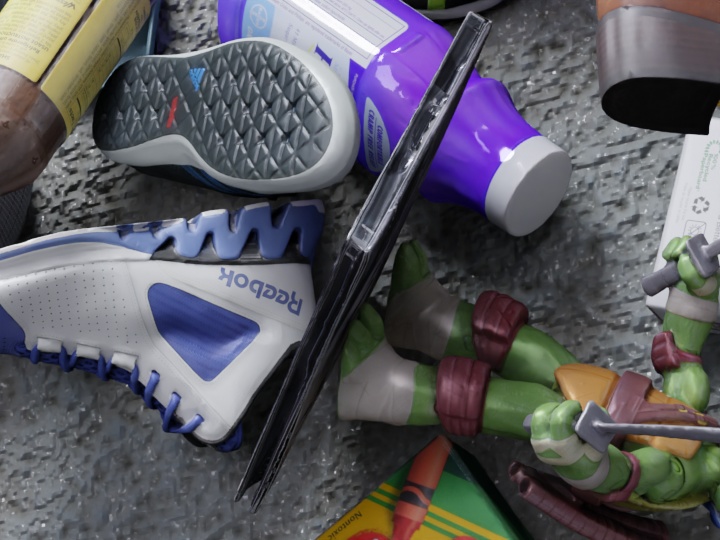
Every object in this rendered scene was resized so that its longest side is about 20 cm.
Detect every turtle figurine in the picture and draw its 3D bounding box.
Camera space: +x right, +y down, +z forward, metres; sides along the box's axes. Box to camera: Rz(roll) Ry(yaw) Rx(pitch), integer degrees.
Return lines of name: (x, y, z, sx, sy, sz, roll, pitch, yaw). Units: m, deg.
turtle figurine: (0.097, 0.027, 0.974, 0.192, 0.200, 0.145, 15, 66, 14)

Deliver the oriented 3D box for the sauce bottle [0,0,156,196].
sauce bottle: (-0.168, -0.087, 1.128, 0.064, 0.065, 0.201, 13, 55, 27)

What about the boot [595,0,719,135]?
boot: (0.190, -0.146, 0.985, 0.187, 0.069, 0.201, 6, 64, 0)

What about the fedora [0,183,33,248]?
fedora: (-0.255, -0.041, 1.214, 0.199, 0.090, 0.178, -17, 77, 11)

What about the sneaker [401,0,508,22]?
sneaker: (0.079, -0.183, 1.125, 0.199, 0.083, 0.072, -15, 66, 19)

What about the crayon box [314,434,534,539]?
crayon box: (0.050, 0.190, 1.026, 0.127, 0.051, 0.200, -41, 61, 6)

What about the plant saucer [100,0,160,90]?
plant saucer: (-0.198, -0.125, 1.267, 0.198, 0.019, 0.070, -2, 71, 23)

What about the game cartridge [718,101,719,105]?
game cartridge: (0.230, -0.149, 1.021, 0.198, 0.032, 0.178, 8, 74, -6)

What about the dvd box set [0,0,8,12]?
dvd box set: (-0.192, -0.211, 1.274, 0.145, 0.029, 0.201, -20, 59, 14)

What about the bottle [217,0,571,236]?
bottle: (0.015, -0.087, 1.120, 0.065, 0.084, 0.200, -36, 57, -26)

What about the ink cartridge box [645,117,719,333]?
ink cartridge box: (0.232, -0.010, 1.023, 0.199, 0.037, 0.095, 8, 75, 29)

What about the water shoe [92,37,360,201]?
water shoe: (-0.050, -0.070, 1.117, 0.199, 0.079, 0.072, 14, 85, 51)

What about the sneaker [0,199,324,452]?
sneaker: (-0.103, 0.036, 1.103, 0.198, 0.081, 0.116, -10, 86, -12)

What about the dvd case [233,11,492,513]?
dvd case: (0.000, 0.000, 1.016, 0.016, 0.200, 0.149, 26, 50, 1)
